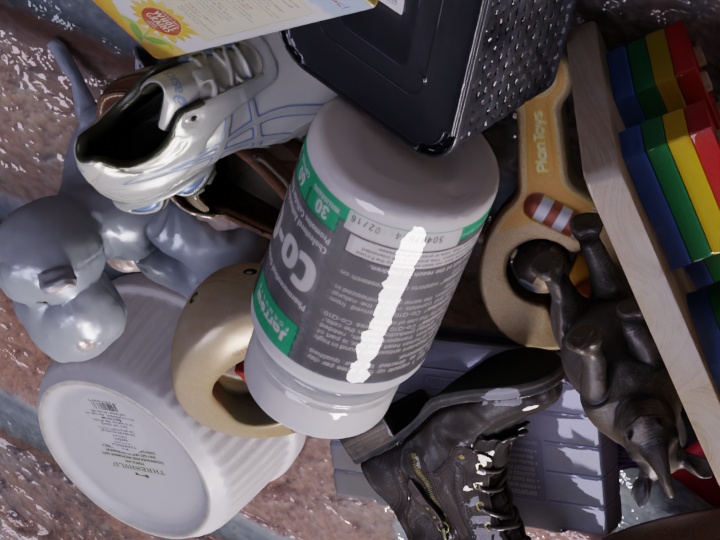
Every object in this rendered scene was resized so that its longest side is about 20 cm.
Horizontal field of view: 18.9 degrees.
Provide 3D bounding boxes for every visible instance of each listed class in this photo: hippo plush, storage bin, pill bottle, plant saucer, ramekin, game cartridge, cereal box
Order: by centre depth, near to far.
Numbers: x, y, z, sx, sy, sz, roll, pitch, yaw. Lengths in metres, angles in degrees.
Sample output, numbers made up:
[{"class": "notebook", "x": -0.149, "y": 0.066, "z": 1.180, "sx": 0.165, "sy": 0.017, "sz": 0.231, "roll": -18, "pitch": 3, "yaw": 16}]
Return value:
[{"class": "cereal box", "x": -0.093, "y": -0.183, "z": 1.161, "sx": 0.200, "sy": 0.040, "sz": 0.144, "roll": -6, "pitch": 139, "yaw": 49}, {"class": "storage bin", "x": 0.042, "y": -0.179, "z": 1.167, "sx": 0.135, "sy": 0.094, "sz": 0.200, "roll": 37, "pitch": 139, "yaw": 24}, {"class": "pill bottle", "x": 0.000, "y": 0.000, "z": 1.272, "sx": 0.113, "sy": 0.113, "sz": 0.200, "roll": 31, "pitch": 132, "yaw": 11}, {"class": "plant saucer", "x": 0.224, "y": 0.182, "z": 1.377, "sx": 0.200, "sy": 0.032, "sz": 0.200, "roll": -5, "pitch": 159, "yaw": -2}, {"class": "game cartridge", "x": 0.069, "y": 0.098, "z": 1.390, "sx": 0.200, "sy": 0.038, "sz": 0.130, "roll": 6, "pitch": 118, "yaw": 29}, {"class": "hippo plush", "x": -0.166, "y": -0.024, "z": 1.472, "sx": 0.159, "sy": 0.161, "sz": 0.200, "roll": 11, "pitch": 134, "yaw": 32}, {"class": "ramekin", "x": -0.151, "y": 0.111, "z": 1.641, "sx": 0.200, "sy": 0.105, "sz": 0.200, "roll": 23, "pitch": 140, "yaw": 21}]

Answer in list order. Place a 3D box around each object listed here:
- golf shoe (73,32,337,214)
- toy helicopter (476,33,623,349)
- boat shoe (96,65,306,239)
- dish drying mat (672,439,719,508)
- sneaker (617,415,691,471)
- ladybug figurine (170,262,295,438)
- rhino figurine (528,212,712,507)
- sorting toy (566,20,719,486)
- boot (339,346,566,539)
[{"class": "golf shoe", "x": -0.082, "y": -0.104, "z": 1.284, "sx": 0.078, "sy": 0.200, "sz": 0.097, "roll": 55, "pitch": -170, "yaw": 15}, {"class": "toy helicopter", "x": 0.102, "y": -0.046, "z": 1.292, "sx": 0.132, "sy": 0.079, "sz": 0.200, "roll": 0, "pitch": 114, "yaw": 16}, {"class": "boat shoe", "x": -0.093, "y": -0.073, "z": 1.370, "sx": 0.200, "sy": 0.072, "sz": 0.076, "roll": 21, "pitch": 130, "yaw": 28}, {"class": "dish drying mat", "x": 0.275, "y": 0.094, "z": 1.318, "sx": 0.077, "sy": 0.018, "sz": 0.200, "roll": 38, "pitch": 135, "yaw": -8}, {"class": "sneaker", "x": 0.127, "y": 0.116, "z": 1.439, "sx": 0.200, "sy": 0.081, "sz": 0.083, "roll": -4, "pitch": 131, "yaw": 41}, {"class": "ladybug figurine", "x": -0.066, "y": 0.053, "z": 1.499, "sx": 0.200, "sy": 0.136, "sz": 0.072, "roll": 63, "pitch": -176, "yaw": -61}, {"class": "rhino figurine", "x": 0.145, "y": 0.057, "z": 1.180, "sx": 0.060, "sy": 0.200, "sz": 0.088, "roll": -21, "pitch": 125, "yaw": 3}, {"class": "sorting toy", "x": 0.183, "y": -0.022, "z": 1.170, "sx": 0.070, "sy": 0.200, "sz": 0.199, "roll": -21, "pitch": 115, "yaw": 12}, {"class": "boot", "x": 0.086, "y": 0.149, "z": 1.339, "sx": 0.200, "sy": 0.069, "sz": 0.174, "roll": -26, "pitch": 92, "yaw": 47}]
